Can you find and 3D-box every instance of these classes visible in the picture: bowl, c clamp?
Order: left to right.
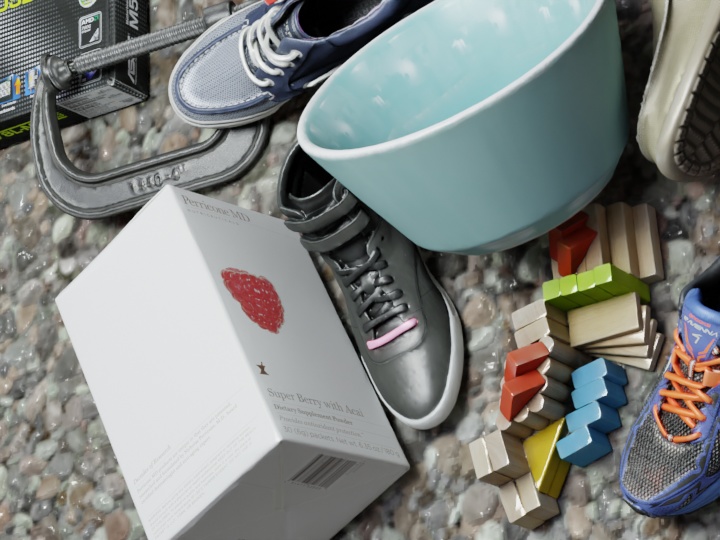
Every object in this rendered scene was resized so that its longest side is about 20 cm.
[{"bbox_3d":[-0.141,-0.129,1.669,0.200,0.027,0.171,-22,84,15],"label":"c clamp"},{"bbox_3d":[0.075,-0.083,1.432,0.201,0.105,0.201,-26,22,11],"label":"bowl"}]

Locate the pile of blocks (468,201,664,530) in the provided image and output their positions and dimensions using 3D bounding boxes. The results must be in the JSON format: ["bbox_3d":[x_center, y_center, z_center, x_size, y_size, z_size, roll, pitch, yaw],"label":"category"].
[{"bbox_3d":[0.118,0.049,1.421,0.082,0.062,0.200,10,81,39],"label":"pile of blocks"}]

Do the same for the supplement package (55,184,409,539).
[{"bbox_3d":[-0.081,0.068,1.520,0.120,0.121,0.200,-44,54,25],"label":"supplement package"}]

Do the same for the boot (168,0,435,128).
[{"bbox_3d":[-0.050,-0.149,1.577,0.200,0.090,0.073,-26,84,20],"label":"boot"}]

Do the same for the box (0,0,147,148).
[{"bbox_3d":[-0.241,-0.192,1.787,0.200,0.048,0.193,-14,69,32],"label":"box"}]

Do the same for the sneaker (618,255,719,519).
[{"bbox_3d":[0.194,0.043,1.355,0.075,0.078,0.200,30,93,40],"label":"sneaker"}]

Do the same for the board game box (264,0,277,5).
[{"bbox_3d":[0.026,-0.256,1.550,0.200,0.046,0.152,-29,15,26],"label":"board game box"}]

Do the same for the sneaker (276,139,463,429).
[{"bbox_3d":[0.000,0.000,1.504,0.071,0.099,0.200,-27,61,25],"label":"sneaker"}]

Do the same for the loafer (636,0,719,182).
[{"bbox_3d":[0.198,-0.143,1.426,0.068,0.076,0.200,7,69,40],"label":"loafer"}]
